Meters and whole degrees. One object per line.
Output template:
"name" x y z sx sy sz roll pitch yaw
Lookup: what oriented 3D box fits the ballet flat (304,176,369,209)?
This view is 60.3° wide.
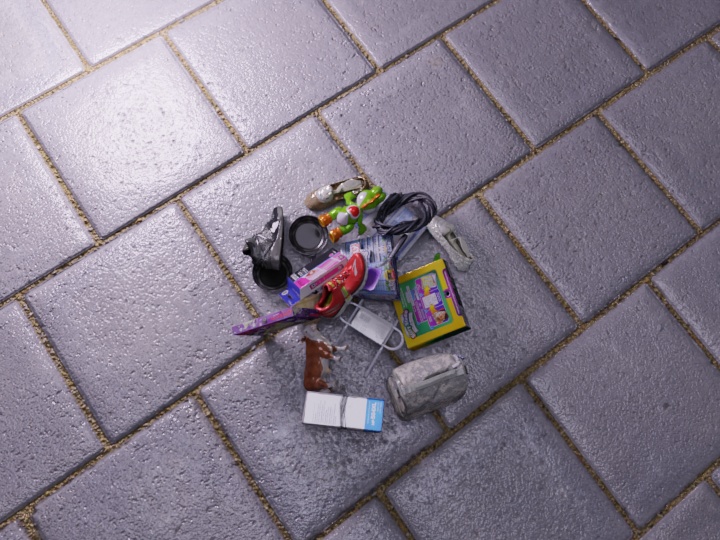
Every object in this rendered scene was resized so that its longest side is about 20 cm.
"ballet flat" -0.069 -0.233 1.803 0.199 0.065 0.071 -21 74 -10

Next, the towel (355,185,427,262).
"towel" 0.082 -0.138 1.810 0.200 0.024 0.147 41 74 8

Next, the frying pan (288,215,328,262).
"frying pan" -0.128 -0.069 1.762 0.115 0.031 0.191 -32 86 -13

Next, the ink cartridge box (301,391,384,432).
"ink cartridge box" -0.046 0.364 1.591 0.198 0.146 0.085 8 75 -3

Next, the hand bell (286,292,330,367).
"hand bell" -0.123 0.171 1.684 0.103 0.104 0.201 -18 88 -9

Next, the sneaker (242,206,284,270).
"sneaker" -0.269 -0.097 1.733 0.113 0.076 0.201 6 63 -3

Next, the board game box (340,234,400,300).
"board game box" 0.000 0.000 1.719 0.198 0.062 0.201 -11 67 12

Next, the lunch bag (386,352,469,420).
"lunch bag" 0.177 0.297 1.616 0.199 0.168 0.140 -18 76 -10

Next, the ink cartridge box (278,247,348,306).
"ink cartridge box" -0.130 0.015 1.674 0.200 0.095 0.037 -37 122 -12

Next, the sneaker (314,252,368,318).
"sneaker" -0.052 0.040 1.624 0.077 0.085 0.201 40 104 43

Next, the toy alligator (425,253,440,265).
"toy alligator" 0.205 0.041 1.750 0.059 0.054 0.201 13 73 0

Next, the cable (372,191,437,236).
"cable" 0.123 -0.152 1.748 0.162 0.051 0.200 16 47 26

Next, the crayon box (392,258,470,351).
"crayon box" 0.184 0.094 1.688 0.172 0.058 0.201 -24 68 18

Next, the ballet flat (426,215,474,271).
"ballet flat" 0.264 -0.091 1.786 0.072 0.072 0.201 -33 81 -12

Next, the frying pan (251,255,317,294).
"frying pan" -0.209 0.009 1.735 0.189 0.031 0.116 4 68 -1

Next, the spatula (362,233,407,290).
"spatula" 0.067 -0.027 1.658 0.056 0.021 0.200 13 54 45

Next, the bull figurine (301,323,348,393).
"bull figurine" -0.102 0.233 1.627 0.121 0.065 0.201 13 110 23

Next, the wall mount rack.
"wall mount rack" 0.011 0.181 1.690 0.199 0.075 0.174 31 71 5

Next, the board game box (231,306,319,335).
"board game box" -0.220 0.134 1.611 0.199 0.120 0.033 -19 71 28

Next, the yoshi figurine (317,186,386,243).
"yoshi figurine" -0.017 -0.167 1.762 0.199 0.113 0.112 -34 46 -7
